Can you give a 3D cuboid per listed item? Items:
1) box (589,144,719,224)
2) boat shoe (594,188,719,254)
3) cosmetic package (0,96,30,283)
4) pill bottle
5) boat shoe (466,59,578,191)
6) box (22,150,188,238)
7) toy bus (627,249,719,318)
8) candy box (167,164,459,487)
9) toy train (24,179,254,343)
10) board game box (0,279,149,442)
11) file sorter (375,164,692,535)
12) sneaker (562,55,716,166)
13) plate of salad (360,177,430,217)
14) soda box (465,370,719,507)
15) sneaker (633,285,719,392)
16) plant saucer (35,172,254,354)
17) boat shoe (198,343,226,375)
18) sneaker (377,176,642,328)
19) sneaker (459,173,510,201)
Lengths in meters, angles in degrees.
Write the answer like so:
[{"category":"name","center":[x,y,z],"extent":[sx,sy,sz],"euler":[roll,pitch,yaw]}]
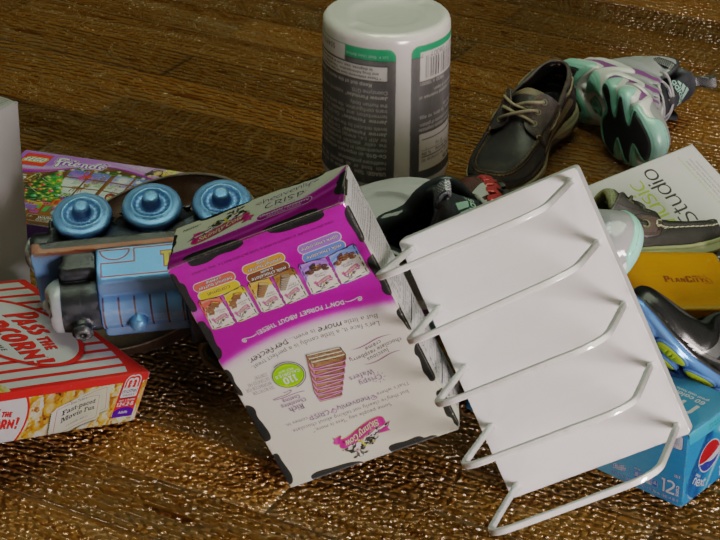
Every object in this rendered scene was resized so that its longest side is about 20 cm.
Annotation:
[{"category":"box","center":[0.249,-0.020,1.683],"extent":[0.199,0.036,0.144],"euler":[-23,62,-33]},{"category":"boat shoe","center":[0.198,-0.032,1.590],"extent":[0.200,0.066,0.072],"euler":[-6,-3,-21]},{"category":"cosmetic package","center":[-0.307,-0.044,1.599],"extent":[0.082,0.201,0.051],"euler":[21,34,33]},{"category":"pill bottle","center":[0.022,-0.133,1.771],"extent":[0.113,0.201,0.113],"euler":[1,28,0]},{"category":"boat shoe","center":[0.151,-0.140,1.914],"extent":[0.074,0.074,0.200],"euler":[10,34,19]},{"category":"box","center":[-0.233,-0.051,1.782],"extent":[0.199,0.039,0.137],"euler":[8,29,14]},{"category":"toy bus","center":[0.253,0.029,1.562],"extent":[0.199,0.078,0.065],"euler":[0,46,-21]},{"category":"candy box","center":[-0.029,0.041,1.408],"extent":[0.136,0.201,0.061],"euler":[-19,27,14]},{"category":"toy train","center":[-0.152,-0.002,1.518],"extent":[0.199,0.087,0.115],"euler":[-5,49,-4]},{"category":"board game box","center":[-0.277,0.067,1.475],"extent":[0.151,0.046,0.200],"euler":[32,22,31]},{"category":"file sorter","center":[0.114,0.055,1.355],"extent":[0.138,0.201,0.125],"euler":[-23,4,19]},{"category":"sneaker","center":[0.291,-0.168,1.971],"extent":[0.139,0.078,0.200],"euler":[-10,30,-17]},{"category":"plate of salad","center":[0.000,0.000,1.650],"extent":[0.199,0.048,0.200],"euler":[-20,37,15]},{"category":"soda box","center":[0.174,0.098,1.490],"extent":[0.200,0.064,0.068],"euler":[24,36,35]},{"category":"sneaker","center":[0.279,0.054,1.492],"extent":[0.199,0.083,0.071],"euler":[22,-9,-13]},{"category":"plant saucer","center":[-0.168,0.000,1.635],"extent":[0.199,0.032,0.201],"euler":[-16,41,14]},{"category":"boat shoe","center":[-0.035,0.070,1.537],"extent":[0.199,0.074,0.066],"euler":[7,31,34]},{"category":"sneaker","center":[0.096,-0.027,1.463],"extent":[0.199,0.140,0.078],"euler":[-16,51,15]},{"category":"sneaker","center":[0.082,-0.026,1.709],"extent":[0.097,0.071,0.201],"euler":[2,30,-3]}]
